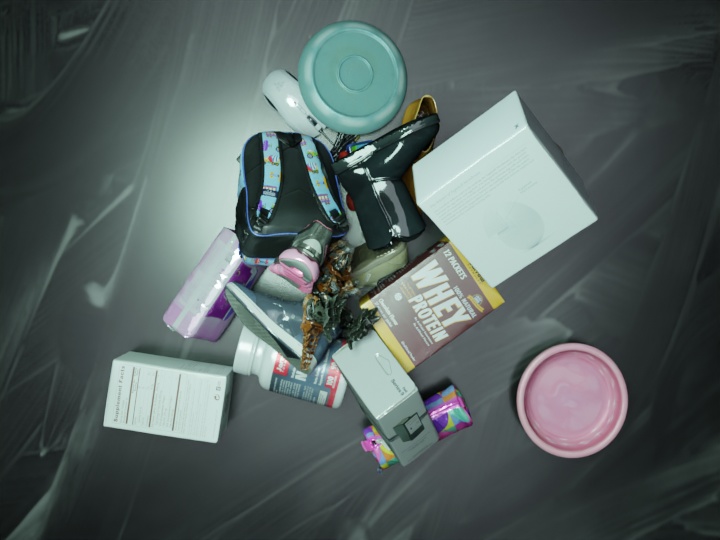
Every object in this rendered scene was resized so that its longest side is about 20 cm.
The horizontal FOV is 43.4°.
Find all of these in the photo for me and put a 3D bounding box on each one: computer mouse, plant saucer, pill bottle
[{"bbox_3d":[-0.097,-0.272,1.594,0.200,0.044,0.110,44,93,-2],"label":"computer mouse"},{"bbox_3d":[0.375,0.229,1.618,0.196,0.051,0.205,0,93,0],"label":"plant saucer"},{"bbox_3d":[-0.116,0.158,1.576,0.196,0.120,0.122,15,92,-1],"label":"pill bottle"},{"bbox_3d":[-0.011,-0.341,1.580,0.196,0.027,0.204,1,86,-12],"label":"plant saucer"}]

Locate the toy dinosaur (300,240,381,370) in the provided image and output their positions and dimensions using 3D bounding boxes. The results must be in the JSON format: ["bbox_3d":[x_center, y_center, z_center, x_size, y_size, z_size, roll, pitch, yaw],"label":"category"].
[{"bbox_3d":[-0.046,0.059,1.434,0.101,0.135,0.204,-6,111,-33],"label":"toy dinosaur"}]

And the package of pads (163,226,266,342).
[{"bbox_3d":[-0.245,0.027,1.565,0.075,0.120,0.201,35,93,16],"label":"package of pads"}]

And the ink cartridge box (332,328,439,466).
[{"bbox_3d":[0.043,0.209,1.485,0.083,0.201,0.146,-35,54,-7],"label":"ink cartridge box"}]

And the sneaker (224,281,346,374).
[{"bbox_3d":[-0.117,0.056,1.516,0.202,0.077,0.147,40,66,4],"label":"sneaker"}]

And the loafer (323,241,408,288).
[{"bbox_3d":[0.000,0.000,1.582,0.197,0.076,0.068,-23,132,20],"label":"loafer"}]

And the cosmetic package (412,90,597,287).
[{"bbox_3d":[0.215,-0.121,1.374,0.198,0.124,0.200,-34,121,21],"label":"cosmetic package"}]

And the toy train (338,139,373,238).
[{"bbox_3d":[0.028,-0.124,1.558,0.083,0.116,0.204,-12,95,-16],"label":"toy train"}]

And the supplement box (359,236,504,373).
[{"bbox_3d":[0.114,0.051,1.534,0.199,0.197,0.134,-35,92,0],"label":"supplement box"}]

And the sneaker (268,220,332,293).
[{"bbox_3d":[-0.083,-0.026,1.380,0.078,0.200,0.096,30,77,-9],"label":"sneaker"}]

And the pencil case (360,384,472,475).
[{"bbox_3d":[0.099,0.278,1.599,0.198,0.088,0.089,-27,93,-2],"label":"pencil case"}]

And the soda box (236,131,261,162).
[{"bbox_3d":[-0.123,-0.148,1.590,0.200,0.063,0.071,45,91,-3],"label":"soda box"}]

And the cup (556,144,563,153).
[{"bbox_3d":[0.240,-0.140,1.546,0.196,0.201,0.146,0,117,0],"label":"cup"}]

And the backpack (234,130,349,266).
[{"bbox_3d":[-0.123,-0.122,1.487,0.179,0.135,0.203,-1,63,-21],"label":"backpack"}]

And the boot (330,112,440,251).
[{"bbox_3d":[0.069,-0.139,1.460,0.198,0.077,0.170,-26,100,12],"label":"boot"}]

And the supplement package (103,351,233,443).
[{"bbox_3d":[-0.330,0.218,1.578,0.196,0.117,0.120,9,93,0],"label":"supplement package"}]

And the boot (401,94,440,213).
[{"bbox_3d":[0.095,-0.191,1.547,0.069,0.144,0.205,2,92,-6],"label":"boot"}]
